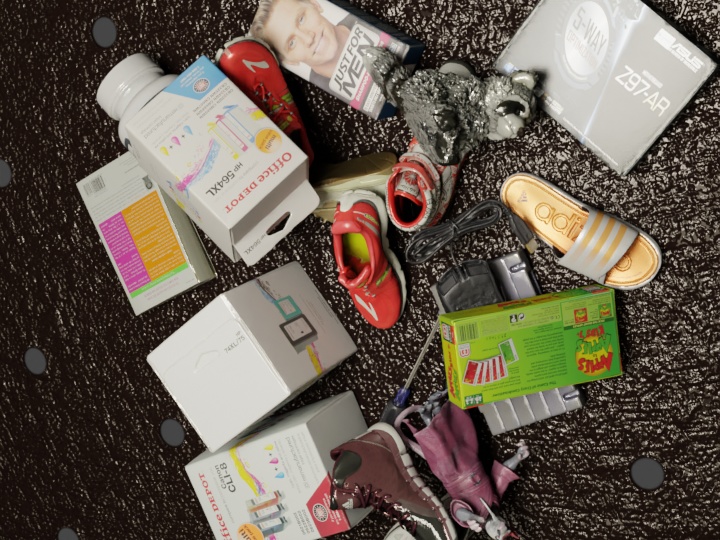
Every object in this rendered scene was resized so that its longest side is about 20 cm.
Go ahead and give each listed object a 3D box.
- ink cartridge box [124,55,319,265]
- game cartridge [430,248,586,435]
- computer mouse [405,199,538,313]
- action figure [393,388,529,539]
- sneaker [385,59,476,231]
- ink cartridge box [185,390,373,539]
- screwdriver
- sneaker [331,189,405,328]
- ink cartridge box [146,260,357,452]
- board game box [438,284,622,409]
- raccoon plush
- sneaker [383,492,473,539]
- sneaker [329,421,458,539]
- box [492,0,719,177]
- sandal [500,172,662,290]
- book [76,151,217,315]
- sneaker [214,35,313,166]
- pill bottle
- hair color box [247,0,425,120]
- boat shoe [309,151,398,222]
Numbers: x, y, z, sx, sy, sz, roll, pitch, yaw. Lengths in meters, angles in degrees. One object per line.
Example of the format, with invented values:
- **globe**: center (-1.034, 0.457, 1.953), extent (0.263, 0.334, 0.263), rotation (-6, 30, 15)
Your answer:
- **ink cartridge box**: center (-0.153, -0.119, 1.370), extent (0.200, 0.125, 0.129), rotation (44, 76, 11)
- **game cartridge**: center (0.176, 0.088, 1.432), extent (0.129, 0.038, 0.201), rotation (-22, 92, 31)
- **computer mouse**: center (0.154, 0.016, 1.388), extent (0.140, 0.046, 0.201), rotation (-32, 97, 3)
- **action figure**: center (0.118, 0.250, 1.418), extent (0.149, 0.134, 0.201), rotation (-29, 88, 50)
- **sneaker**: center (0.084, -0.142, 1.380), extent (0.067, 0.108, 0.203), rotation (19, 108, 19)
- **ink cartridge box**: center (-0.092, 0.267, 1.530), extent (0.199, 0.144, 0.146), rotation (-23, 92, 28)
- **screwdriver**: center (0.064, 0.135, 1.490), extent (0.028, 0.029, 0.201), rotation (30, 114, 12)
- **sneaker**: center (0.000, 0.000, 1.428), extent (0.076, 0.085, 0.201), rotation (0, 130, 22)
- **ink cartridge box**: center (-0.132, 0.103, 1.480), extent (0.146, 0.200, 0.147), rotation (-38, 85, 26)
- **board game box**: center (0.195, 0.085, 1.350), extent (0.198, 0.048, 0.103), rotation (-10, 100, -14)
- **raccoon plush**: center (0.108, -0.213, 1.321), extent (0.133, 0.097, 0.201), rotation (-31, 74, -13)
- **sneaker**: center (0.069, 0.351, 1.491), extent (0.076, 0.115, 0.201), rotation (48, 116, 7)
- **sneaker**: center (0.026, 0.281, 1.398), extent (0.200, 0.115, 0.076), rotation (56, 150, 33)
- **box**: center (0.271, -0.229, 1.313), extent (0.200, 0.043, 0.161), rotation (43, 115, 10)
- **sandal**: center (0.243, -0.040, 1.358), extent (0.206, 0.059, 0.080), rotation (31, 112, 15)
- **book**: center (-0.295, -0.055, 1.608), extent (0.133, 0.048, 0.201), rotation (-24, 89, 29)
- **sneaker**: center (-0.104, -0.197, 1.420), extent (0.077, 0.200, 0.085), rotation (-37, 46, -4)
- **pill bottle**: center (-0.237, -0.178, 1.512), extent (0.200, 0.119, 0.120), rotation (45, 115, 9)
- **hair color box**: center (-0.033, -0.273, 1.431), extent (0.199, 0.060, 0.101), rotation (32, 112, 16)
- **boat shoe**: center (-0.037, -0.093, 1.467), extent (0.199, 0.074, 0.067), rotation (-5, 123, 32)
